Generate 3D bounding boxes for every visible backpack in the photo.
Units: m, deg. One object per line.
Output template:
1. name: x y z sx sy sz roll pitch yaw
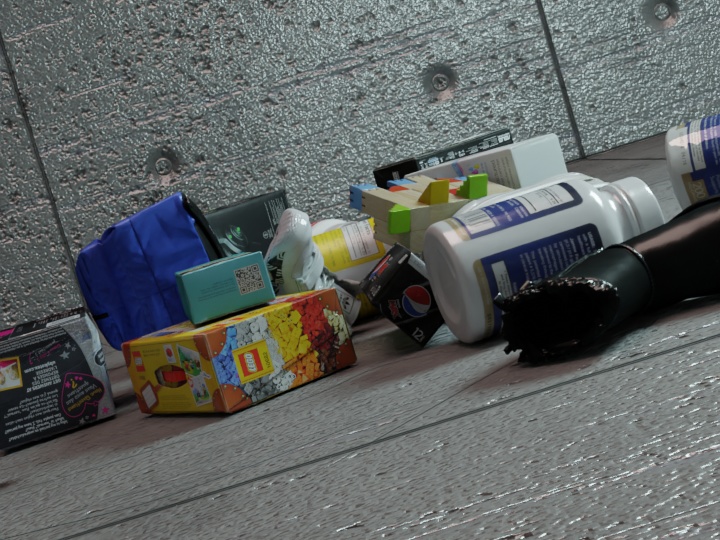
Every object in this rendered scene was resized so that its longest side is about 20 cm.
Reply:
1. backpack: -0.221 0.029 1.618 0.167 0.201 0.163 -27 7 0

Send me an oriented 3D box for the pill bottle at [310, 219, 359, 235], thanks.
1. pill bottle: -0.056 -0.012 1.992 0.114 0.114 0.200 -20 5 -31

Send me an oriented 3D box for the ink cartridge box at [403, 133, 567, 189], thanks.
1. ink cartridge box: 0.158 -0.070 1.699 0.084 0.145 0.200 -20 5 -36

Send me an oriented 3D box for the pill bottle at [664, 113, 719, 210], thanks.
1. pill bottle: 0.450 -0.132 1.579 0.199 0.112 0.111 -15 5 26

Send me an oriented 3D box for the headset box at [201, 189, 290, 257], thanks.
1. headset box: -0.169 0.004 1.856 0.092 0.175 0.200 -12 8 41

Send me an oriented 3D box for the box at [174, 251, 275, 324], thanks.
1. box: -0.140 0.015 1.419 0.082 0.049 0.200 -17 3 -9

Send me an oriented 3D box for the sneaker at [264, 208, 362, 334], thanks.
1. sneaker: -0.048 0.008 1.529 0.114 0.075 0.200 19 -30 -1

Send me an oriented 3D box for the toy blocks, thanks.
1. toy blocks: 0.081 -0.069 1.587 0.199 0.101 0.137 -9 19 -30

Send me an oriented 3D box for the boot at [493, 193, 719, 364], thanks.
1. boot: 0.209 0.006 1.078 0.198 0.074 0.162 -23 -2 36

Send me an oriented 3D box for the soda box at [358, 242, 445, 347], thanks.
1. soda box: 0.048 0.021 1.398 0.063 0.071 0.200 -50 5 2

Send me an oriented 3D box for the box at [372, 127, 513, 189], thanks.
1. box: 0.132 -0.087 1.900 0.200 0.165 0.086 -22 7 -43

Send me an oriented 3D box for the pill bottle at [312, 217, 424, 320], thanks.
1. pill bottle: 0.000 0.000 1.676 0.199 0.112 0.111 -16 5 -2

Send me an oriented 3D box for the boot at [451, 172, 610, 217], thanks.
1. boot: 0.184 -0.053 1.506 0.199 0.074 0.095 -26 16 -19

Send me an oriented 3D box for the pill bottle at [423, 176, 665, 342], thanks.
1. pill bottle: 0.166 -0.016 1.262 0.199 0.112 0.111 -18 5 -12

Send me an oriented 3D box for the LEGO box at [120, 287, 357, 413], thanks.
1. LEGO box: -0.122 0.080 1.378 0.148 0.078 0.200 -19 5 -32

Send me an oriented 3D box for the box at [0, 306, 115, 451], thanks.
1. box: -0.345 0.115 1.562 0.131 0.115 0.200 -17 6 -11
